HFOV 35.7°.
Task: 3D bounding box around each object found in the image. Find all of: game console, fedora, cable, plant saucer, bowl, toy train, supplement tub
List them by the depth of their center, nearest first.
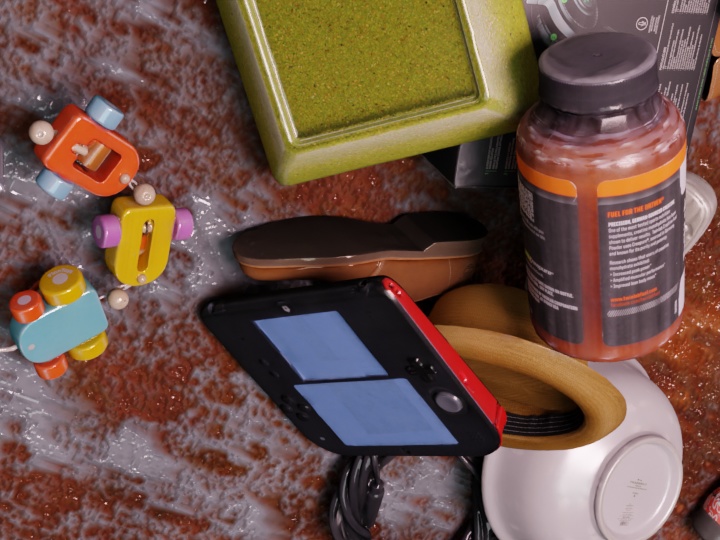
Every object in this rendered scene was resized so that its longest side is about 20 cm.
[{"bbox_3d":[0.002,-0.161,0.719,0.199,0.048,0.201,-12,109,15],"label":"plant saucer"},{"bbox_3d":[0.155,-0.046,0.719,0.106,0.107,0.201,-17,125,-10],"label":"supplement tub"},{"bbox_3d":[-0.202,-0.023,0.760,0.150,0.056,0.200,25,103,-48],"label":"toy train"},{"bbox_3d":[-0.006,0.077,0.825,0.177,0.199,0.031,48,52,-30],"label":"game console"},{"bbox_3d":[0.107,0.067,0.853,0.200,0.200,0.082,36,58,-28],"label":"fedora"},{"bbox_3d":[0.208,0.170,0.952,0.200,0.090,0.202,-9,108,-29],"label":"bowl"},{"bbox_3d":[0.049,0.200,0.972,0.163,0.051,0.200,-31,122,3],"label":"cable"}]

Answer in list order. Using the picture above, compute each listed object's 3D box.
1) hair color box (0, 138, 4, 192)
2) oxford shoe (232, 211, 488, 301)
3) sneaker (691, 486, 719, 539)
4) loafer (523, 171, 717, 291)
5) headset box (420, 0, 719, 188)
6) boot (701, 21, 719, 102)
[{"bbox_3d":[-0.321,-0.026,0.707,0.200,0.099,0.061,-39,119,2],"label":"hair color box"},{"bbox_3d":[0.000,0.000,0.846,0.199,0.071,0.072,0,119,-19],"label":"oxford shoe"},{"bbox_3d":[0.430,0.250,1.104,0.201,0.067,0.108,27,106,-24],"label":"sneaker"},{"bbox_3d":[0.196,-0.026,0.846,0.070,0.200,0.070,48,57,-3],"label":"loafer"},{"bbox_3d":[0.141,-0.154,0.805,0.199,0.093,0.175,-2,115,-17],"label":"headset box"},{"bbox_3d":[0.307,-0.231,0.834,0.154,0.074,0.201,-24,120,-8],"label":"boot"}]
